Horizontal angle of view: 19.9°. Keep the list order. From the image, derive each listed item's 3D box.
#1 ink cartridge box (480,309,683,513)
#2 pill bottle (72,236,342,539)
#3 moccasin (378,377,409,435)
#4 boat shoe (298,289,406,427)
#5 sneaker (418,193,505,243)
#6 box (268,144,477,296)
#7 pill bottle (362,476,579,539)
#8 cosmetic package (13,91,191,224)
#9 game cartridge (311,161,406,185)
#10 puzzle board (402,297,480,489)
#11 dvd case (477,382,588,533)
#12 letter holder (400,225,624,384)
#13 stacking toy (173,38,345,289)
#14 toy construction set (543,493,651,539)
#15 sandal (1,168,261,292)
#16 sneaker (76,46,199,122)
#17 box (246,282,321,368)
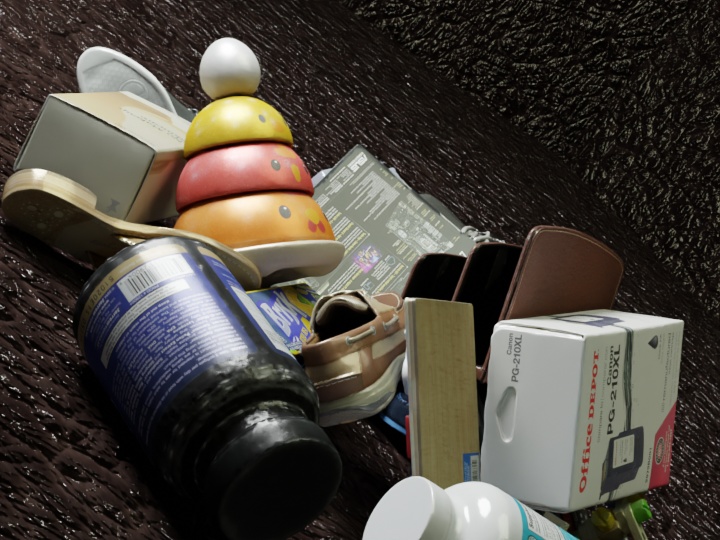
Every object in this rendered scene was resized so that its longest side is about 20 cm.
[{"bbox_3d":[0.183,0.111,1.680,0.084,0.145,0.200,8,6,31],"label":"ink cartridge box"},{"bbox_3d":[-0.095,0.076,1.294,0.112,0.112,0.200,28,17,-46],"label":"pill bottle"},{"bbox_3d":[0.066,0.106,1.785,0.080,0.068,0.200,35,10,7],"label":"moccasin"},{"bbox_3d":[0.001,0.047,1.521,0.200,0.076,0.072,-65,135,-71],"label":"boat shoe"},{"bbox_3d":[0.140,-0.017,1.874,0.200,0.115,0.075,48,31,1],"label":"sneaker"},{"bbox_3d":[0.000,0.000,1.782,0.160,0.044,0.200,40,47,3],"label":"box"},{"bbox_3d":[0.097,0.215,1.385,0.200,0.111,0.111,34,13,-26],"label":"pill bottle"},{"bbox_3d":[-0.192,-0.093,1.674,0.105,0.071,0.200,28,10,6],"label":"cosmetic package"},{"bbox_3d":[0.036,-0.011,1.888,0.200,0.040,0.133,54,29,14],"label":"game cartridge"},{"bbox_3d":[0.061,0.123,1.536,0.017,0.200,0.151,-3,-4,19],"label":"puzzle board"},{"bbox_3d":[0.134,0.171,1.730,0.200,0.022,0.146,24,48,-56],"label":"dvd case"},{"bbox_3d":[0.128,0.022,1.739,0.100,0.142,0.200,22,3,30],"label":"letter holder"},{"bbox_3d":[-0.097,-0.086,1.625,0.146,0.146,0.200,6,74,-70],"label":"stacking toy"},{"bbox_3d":[0.198,0.238,1.664,0.200,0.092,0.131,7,59,-56],"label":"toy construction set"},{"bbox_3d":[-0.170,0.003,1.501,0.211,0.078,0.070,26,48,-28],"label":"sandal"},{"bbox_3d":[-0.188,-0.137,1.919,0.200,0.071,0.099,43,8,-17],"label":"sneaker"},{"bbox_3d":[-0.065,0.057,1.577,0.070,0.064,0.200,42,12,10],"label":"box"}]
